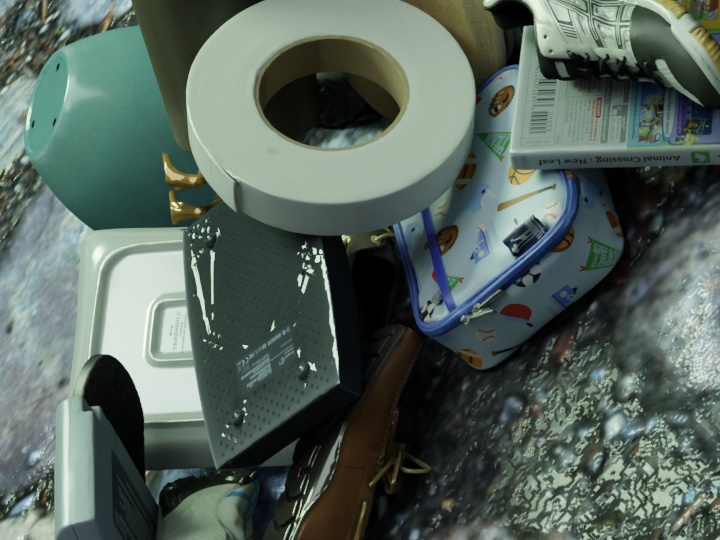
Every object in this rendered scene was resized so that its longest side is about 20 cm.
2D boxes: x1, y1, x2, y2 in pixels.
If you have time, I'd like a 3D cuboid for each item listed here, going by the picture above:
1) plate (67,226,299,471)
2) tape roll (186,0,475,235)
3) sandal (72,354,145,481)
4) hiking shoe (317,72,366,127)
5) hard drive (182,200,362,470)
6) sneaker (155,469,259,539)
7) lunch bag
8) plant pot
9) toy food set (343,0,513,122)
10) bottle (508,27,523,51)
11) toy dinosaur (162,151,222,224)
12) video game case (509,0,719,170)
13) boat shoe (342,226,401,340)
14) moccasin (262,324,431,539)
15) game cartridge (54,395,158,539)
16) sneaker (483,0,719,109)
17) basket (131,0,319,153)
[{"bbox_3d":[-0.126,0.049,1.548,0.198,0.032,0.201,-3,63,14],"label":"plate"},{"bbox_3d":[-0.020,-0.111,1.437,0.201,0.037,0.204,0,53,0],"label":"tape roll"},{"bbox_3d":[-0.185,0.155,1.492,0.045,0.201,0.075,9,27,30],"label":"sandal"},{"bbox_3d":[-0.048,-0.180,1.729,0.199,0.076,0.101,11,71,54],"label":"hiking shoe"},{"bbox_3d":[-0.059,0.027,1.430,0.135,0.042,0.201,-36,48,30],"label":"hard drive"},{"bbox_3d":[-0.104,0.189,1.439,0.071,0.073,0.200,-7,15,5],"label":"sneaker"},{"bbox_3d":[0.092,-0.034,1.438,0.160,0.075,0.201,-38,35,22],"label":"lunch bag"},{"bbox_3d":[-0.201,-0.119,1.747,0.200,0.134,0.202,-38,44,50],"label":"plant pot"},{"bbox_3d":[0.040,-0.184,1.540,0.049,0.201,0.197,-32,52,-33],"label":"toy food set"},{"bbox_3d":[0.149,-0.187,1.511,0.084,0.065,0.200,-57,38,2],"label":"bottle"},{"bbox_3d":[-0.091,-0.063,1.561,0.105,0.061,0.200,-7,18,-4],"label":"toy dinosaur"},{"bbox_3d":[0.197,-0.154,1.394,0.181,0.022,0.201,-1,56,15],"label":"video game case"},{"bbox_3d":[0.000,0.000,1.518,0.059,0.072,0.201,-7,56,36],"label":"boat shoe"},{"bbox_3d":[-0.002,0.133,1.402,0.074,0.077,0.203,-18,49,60],"label":"moccasin"},{"bbox_3d":[-0.157,0.196,1.410,0.041,0.201,0.134,-14,42,10],"label":"game cartridge"},{"bbox_3d":[0.161,-0.146,1.352,0.088,0.076,0.200,-48,53,1],"label":"sneaker"},{"bbox_3d":[-0.101,-0.197,1.552,0.135,0.201,0.180,5,26,31],"label":"basket"}]
